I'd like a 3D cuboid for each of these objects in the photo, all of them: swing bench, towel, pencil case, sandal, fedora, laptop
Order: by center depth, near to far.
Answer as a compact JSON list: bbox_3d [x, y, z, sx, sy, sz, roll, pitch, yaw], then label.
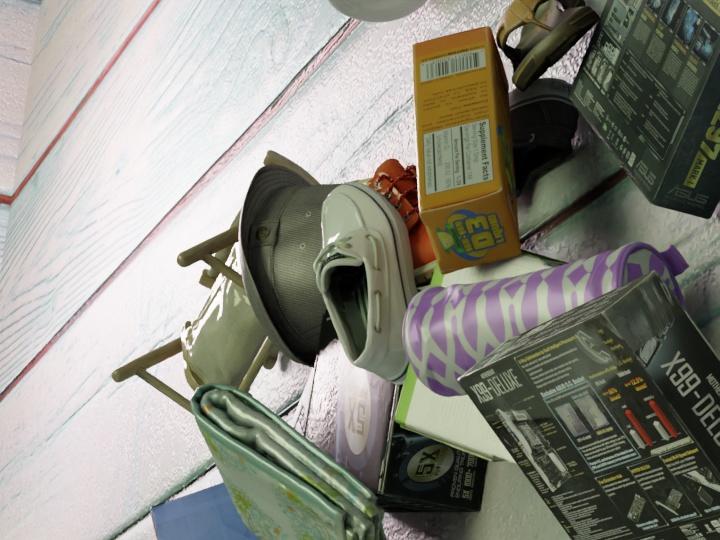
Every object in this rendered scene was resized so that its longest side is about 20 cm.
[{"bbox_3d":[0.123,0.031,1.467,0.200,0.084,0.086,-12,39,38],"label":"pencil case"},{"bbox_3d":[0.134,-0.187,1.645,0.082,0.055,0.200,-45,9,17],"label":"sandal"},{"bbox_3d":[-0.049,0.192,1.761,0.200,0.048,0.171,35,154,34],"label":"towel"},{"bbox_3d":[-0.024,-0.014,1.946,0.090,0.177,0.200,-19,39,32],"label":"fedora"},{"bbox_3d":[-0.098,0.196,2.023,0.187,0.116,0.200,-117,44,-60],"label":"laptop"},{"bbox_3d":[-0.113,0.027,2.128,0.200,0.130,0.199,-52,-5,-47],"label":"swing bench"}]

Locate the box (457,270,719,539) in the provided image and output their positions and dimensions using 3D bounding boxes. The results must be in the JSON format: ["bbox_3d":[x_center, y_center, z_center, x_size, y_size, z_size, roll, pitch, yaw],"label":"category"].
[{"bbox_3d":[0.161,0.098,1.343,0.050,0.158,0.200,-36,1,-27],"label":"box"}]

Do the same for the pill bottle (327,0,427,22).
[{"bbox_3d":[0.012,-0.340,2.071,0.112,0.112,0.200,124,151,-44],"label":"pill bottle"}]

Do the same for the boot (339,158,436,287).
[{"bbox_3d":[0.044,-0.039,1.745,0.200,0.075,0.107,-9,92,56],"label":"boot"}]

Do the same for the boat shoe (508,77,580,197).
[{"bbox_3d":[0.109,-0.081,1.723,0.200,0.070,0.066,-33,45,52],"label":"boat shoe"}]

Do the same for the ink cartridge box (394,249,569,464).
[{"bbox_3d":[0.134,0.068,1.553,0.200,0.076,0.148,18,95,42],"label":"ink cartridge box"}]

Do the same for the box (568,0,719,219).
[{"bbox_3d":[0.216,-0.147,1.487,0.200,0.051,0.158,-117,44,-62],"label":"box"}]

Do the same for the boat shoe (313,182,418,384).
[{"bbox_3d":[0.000,0.000,1.688,0.074,0.067,0.200,-53,40,27],"label":"boat shoe"}]

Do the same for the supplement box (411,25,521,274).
[{"bbox_3d":[0.076,-0.090,1.596,0.200,0.069,0.067,-88,-18,-47],"label":"supplement box"}]

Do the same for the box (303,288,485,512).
[{"bbox_3d":[0.029,0.110,1.779,0.200,0.086,0.164,166,115,-68],"label":"box"}]
